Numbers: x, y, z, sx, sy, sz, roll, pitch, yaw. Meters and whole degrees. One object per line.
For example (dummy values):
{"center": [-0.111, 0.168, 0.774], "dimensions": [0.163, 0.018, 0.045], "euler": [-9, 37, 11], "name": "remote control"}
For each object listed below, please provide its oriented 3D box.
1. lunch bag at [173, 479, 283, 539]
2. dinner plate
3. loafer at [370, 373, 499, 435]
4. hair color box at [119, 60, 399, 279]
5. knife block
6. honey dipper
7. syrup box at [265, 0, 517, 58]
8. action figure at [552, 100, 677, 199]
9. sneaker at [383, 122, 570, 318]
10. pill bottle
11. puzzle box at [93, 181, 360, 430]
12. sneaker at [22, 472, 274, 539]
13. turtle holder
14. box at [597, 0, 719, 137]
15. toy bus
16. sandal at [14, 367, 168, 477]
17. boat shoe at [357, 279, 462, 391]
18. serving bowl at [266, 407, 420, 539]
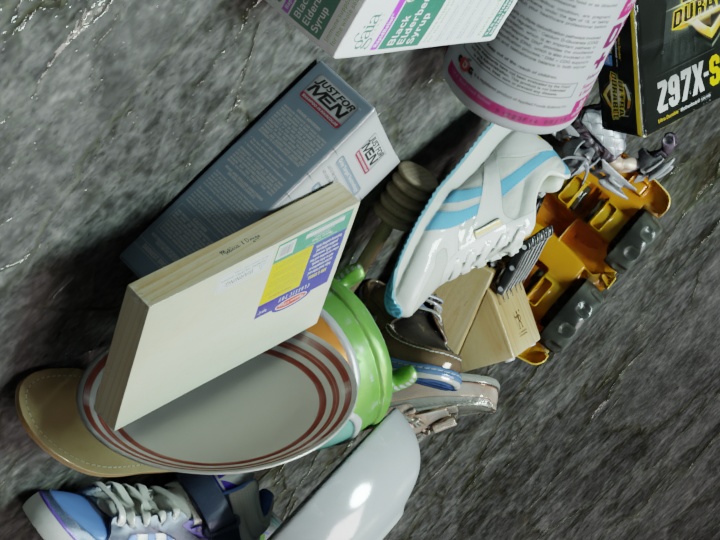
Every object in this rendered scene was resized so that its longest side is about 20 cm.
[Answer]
{"center": [-0.145, 0.278, 1.917], "dimensions": [0.200, 0.077, 0.160], "euler": [-46, 125, -8], "name": "lunch bag"}
{"center": [-0.102, 0.093, 1.605], "dimensions": [0.200, 0.200, 0.024], "euler": [-29, 130, -38], "name": "dinner plate"}
{"center": [0.019, 0.123, 1.908], "dimensions": [0.200, 0.063, 0.072], "euler": [-1, 160, 2], "name": "loafer"}
{"center": [-0.069, -0.045, 1.609], "dimensions": [0.200, 0.061, 0.099], "euler": [-44, 158, -6], "name": "hair color box"}
{"center": [0.075, -0.001, 1.931], "dimensions": [0.200, 0.176, 0.064], "euler": [-18, -175, 29], "name": "knife block"}
{"center": [0.000, 0.000, 1.843], "dimensions": [0.038, 0.038, 0.200], "euler": [-11, 137, -56], "name": "honey dipper"}
{"center": [0.029, -0.199, 1.498], "dimensions": [0.200, 0.081, 0.079], "euler": [-15, 141, -55], "name": "syrup box"}
{"center": [0.229, -0.149, 1.933], "dimensions": [0.200, 0.130, 0.069], "euler": [-51, -157, -26], "name": "action figure"}
{"center": [0.091, -0.036, 1.805], "dimensions": [0.200, 0.081, 0.077], "euler": [-52, 175, -20], "name": "sneaker"}
{"center": [0.145, -0.208, 1.652], "dimensions": [0.113, 0.113, 0.200], "euler": [-26, 150, -43], "name": "pill bottle"}
{"center": [-0.092, 0.024, 1.571], "dimensions": [0.200, 0.025, 0.133], "euler": [-27, 151, -38], "name": "puzzle box"}
{"center": [-0.154, 0.180, 1.765], "dimensions": [0.146, 0.081, 0.200], "euler": [-47, 134, 4], "name": "sneaker"}
{"center": [-0.060, 0.076, 1.765], "dimensions": [0.132, 0.185, 0.141], "euler": [-29, 111, -29], "name": "turtle holder"}
{"center": [0.271, -0.217, 1.866], "dimensions": [0.200, 0.049, 0.160], "euler": [-27, 122, -40], "name": "box"}
{"center": [0.180, -0.021, 2.043], "dimensions": [0.200, 0.136, 0.192], "euler": [-50, 172, 4], "name": "toy bus"}
{"center": [-0.190, 0.124, 1.663], "dimensions": [0.070, 0.078, 0.212], "euler": [-23, 157, 38], "name": "sandal"}
{"center": [0.031, 0.047, 1.845], "dimensions": [0.072, 0.200, 0.072], "euler": [18, 92, -27], "name": "boat shoe"}
{"center": [-0.018, 0.203, 1.803], "dimensions": [0.200, 0.066, 0.200], "euler": [-47, 178, -2], "name": "serving bowl"}
